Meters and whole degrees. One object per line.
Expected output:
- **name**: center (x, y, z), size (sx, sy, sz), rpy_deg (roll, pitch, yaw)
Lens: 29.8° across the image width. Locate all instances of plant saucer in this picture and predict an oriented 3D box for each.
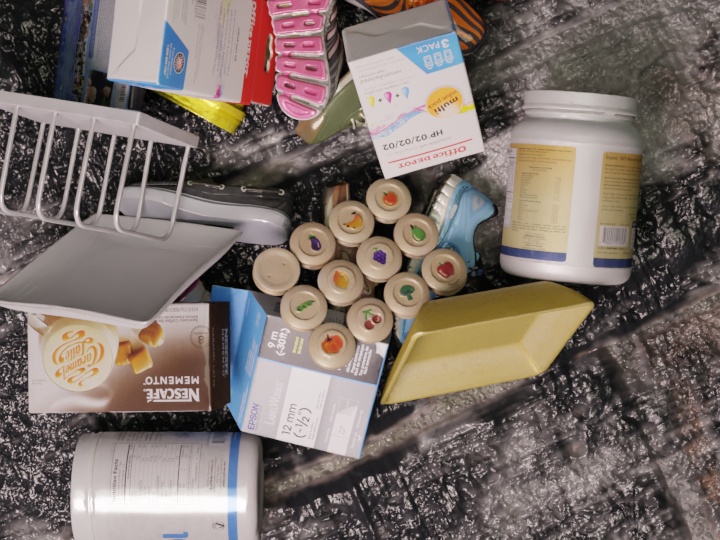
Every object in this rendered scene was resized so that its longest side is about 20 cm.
- **plant saucer**: center (0.126, 0.072, 1.453), size (0.200, 0.200, 0.049), rpy_deg (-9, 66, -15)

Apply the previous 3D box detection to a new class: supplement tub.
- **supplement tub**: center (-0.209, 0.243, 1.496), size (0.199, 0.132, 0.132), rpy_deg (-1, 95, 0)
- **supplement tub**: center (0.230, -0.091, 1.467), size (0.144, 0.144, 0.201), rpy_deg (5, 95, -1)

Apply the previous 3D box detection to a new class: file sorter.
- **file sorter**: center (-0.297, -0.108, 1.426), size (0.200, 0.139, 0.125), rpy_deg (10, 89, 19)

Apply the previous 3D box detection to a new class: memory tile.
- **memory tile**: center (0.000, 0.000, 1.436), size (0.200, 0.017, 0.153), rpy_deg (-33, 77, -16)

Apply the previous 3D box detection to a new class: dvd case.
- **dvd case**: center (-0.272, -0.242, 1.434), size (0.018, 0.200, 0.143), rpy_deg (5, 94, -36)

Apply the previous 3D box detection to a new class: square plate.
- **square plate**: center (-0.253, 0.002, 1.424), size (0.200, 0.198, 0.029), rpy_deg (7, 121, 24)

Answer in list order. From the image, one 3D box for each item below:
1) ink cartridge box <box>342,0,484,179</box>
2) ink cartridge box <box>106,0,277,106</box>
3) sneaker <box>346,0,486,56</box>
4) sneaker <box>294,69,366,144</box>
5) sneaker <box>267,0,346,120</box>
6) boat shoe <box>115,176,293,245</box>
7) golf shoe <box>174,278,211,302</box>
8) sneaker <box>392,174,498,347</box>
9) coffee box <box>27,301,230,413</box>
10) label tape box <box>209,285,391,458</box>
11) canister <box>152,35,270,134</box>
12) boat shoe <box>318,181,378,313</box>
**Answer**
- **ink cartridge box**: center (0.062, -0.174, 1.433), size (0.115, 0.068, 0.200), rpy_deg (-15, 133, 5)
- **ink cartridge box**: center (-0.162, -0.233, 1.369), size (0.067, 0.200, 0.116), rpy_deg (9, 93, 29)
- **sneaker**: center (0.042, -0.299, 1.420), size (0.200, 0.112, 0.078), rpy_deg (29, 76, 9)
- **sneaker**: center (0.027, -0.194, 1.493), size (0.200, 0.067, 0.090), rpy_deg (-44, 89, 0)
- **sneaker**: center (-0.054, -0.257, 1.426), size (0.074, 0.087, 0.200), rpy_deg (0, 93, 9)
- **boat shoe**: center (-0.170, -0.073, 1.509), size (0.200, 0.069, 0.057), rpy_deg (10, 60, 5)
- **golf shoe**: center (-0.229, 0.098, 1.515), size (0.200, 0.075, 0.092), rpy_deg (-42, 115, 12)
- **sneaker**: center (0.093, -0.002, 1.507), size (0.090, 0.078, 0.200), rpy_deg (23, 94, -6)
- **coffee box**: center (-0.242, 0.091, 1.428), size (0.199, 0.080, 0.115), rpy_deg (-1, 89, 10)
- **label tape box**: center (-0.079, 0.109, 1.469), size (0.200, 0.066, 0.144), rpy_deg (13, 111, -3)
- **canister**: center (-0.156, -0.271, 1.477), size (0.148, 0.087, 0.200), rpy_deg (28, 92, -4)
- **boat shoe**: center (-0.006, -0.001, 1.512), size (0.074, 0.076, 0.200), rpy_deg (-6, 103, -5)
